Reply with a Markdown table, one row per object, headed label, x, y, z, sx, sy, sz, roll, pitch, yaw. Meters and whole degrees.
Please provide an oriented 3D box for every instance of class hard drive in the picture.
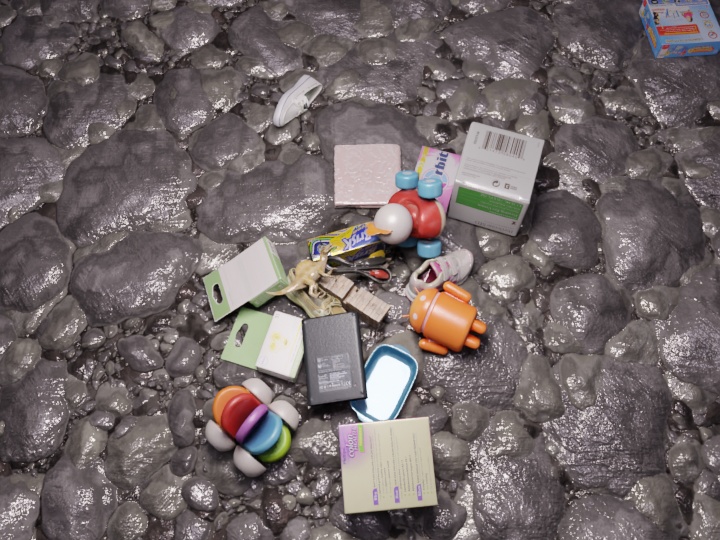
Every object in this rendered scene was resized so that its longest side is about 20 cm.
| label | x | y | z | sx | sy | sz | roll | pitch | yaw |
| --- | --- | --- | --- | --- | --- | --- | --- | --- | --- |
| hard drive | -0.062 | 0.202 | 1.459 | 0.137 | 0.033 | 0.204 | -9 | 71 | 7 |

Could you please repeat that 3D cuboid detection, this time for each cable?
| label | x | y | z | sx | sy | sz | roll | pitch | yaw |
| --- | --- | --- | --- | --- | --- | --- | --- | --- | --- |
| cable | 0.000 | 0.000 | 1.581 | 0.196 | 0.050 | 0.099 | -8 | 69 | -16 |

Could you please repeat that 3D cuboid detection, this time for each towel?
| label | x | y | z | sx | sy | sz | roll | pitch | yaw |
| --- | --- | --- | --- | --- | --- | --- | --- | --- | --- |
| towel | 0.020 | -0.259 | 1.733 | 0.187 | 0.032 | 0.204 | -1 | 64 | 2 |

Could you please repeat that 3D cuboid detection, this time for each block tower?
| label | x | y | z | sx | sy | sz | roll | pitch | yaw |
| --- | --- | --- | --- | --- | --- | --- | --- | --- | --- |
| block tower | -0.021 | 0.066 | 1.563 | 0.198 | 0.058 | 0.054 | 32 | 69 | 17 |

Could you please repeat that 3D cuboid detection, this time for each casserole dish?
| label | x | y | z | sx | sy | sz | roll | pitch | yaw |
| --- | --- | --- | --- | --- | --- | --- | --- | --- | --- |
| casserole dish | 0.055 | 0.269 | 1.472 | 0.119 | 0.039 | 0.202 | 25 | 66 | 13 |

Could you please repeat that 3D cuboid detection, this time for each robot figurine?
| label | x | y | z | sx | sy | sz | roll | pitch | yaw |
| --- | --- | --- | --- | --- | --- | --- | --- | --- | --- |
| robot figurine | 0.200 | 0.118 | 1.500 | 0.197 | 0.145 | 0.117 | 26 | 44 | 13 |

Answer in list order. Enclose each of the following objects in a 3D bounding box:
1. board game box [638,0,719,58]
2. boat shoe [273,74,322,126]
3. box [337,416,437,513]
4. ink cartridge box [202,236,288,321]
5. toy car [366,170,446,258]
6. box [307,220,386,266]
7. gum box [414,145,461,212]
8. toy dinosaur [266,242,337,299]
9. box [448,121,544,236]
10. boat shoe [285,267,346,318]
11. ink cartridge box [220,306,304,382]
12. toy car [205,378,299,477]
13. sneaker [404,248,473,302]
| label | x | y | z | sx | sy | sz | roll | pitch | yaw |
| --- | --- | --- | --- | --- | --- | --- | --- | --- | --- |
| board game box | 0.984 | -0.752 | 1.939 | 0.196 | 0.056 | 0.199 | -3 | 64 | -1 |
| boat shoe | -0.179 | -0.490 | 1.825 | 0.066 | 0.074 | 0.202 | 23 | 66 | 15 |
| box | 0.055 | 0.413 | 1.351 | 0.196 | 0.097 | 0.180 | -5 | 77 | -2 |
| ink cartridge box | -0.287 | 0.028 | 1.573 | 0.198 | 0.048 | 0.147 | -34 | 54 | 9 |
| toy car | 0.087 | -0.123 | 1.526 | 0.197 | 0.188 | 0.176 | -16 | 28 | -31 |
| box | -0.034 | -0.064 | 1.617 | 0.196 | 0.070 | 0.065 | -17 | 66 | -7 |
| gum box | 0.192 | -0.223 | 1.692 | 0.111 | 0.066 | 0.203 | 15 | 65 | 8 |
| toy dinosaur | -0.123 | 0.025 | 1.511 | 0.200 | 0.058 | 0.101 | -42 | 75 | -16 |
| box | 0.348 | -0.236 | 1.637 | 0.195 | 0.172 | 0.203 | 17 | 66 | 9 |
| boat shoe | -0.104 | 0.071 | 1.546 | 0.200 | 0.064 | 0.073 | 37 | 39 | 22 |
| ink cartridge box | -0.225 | 0.170 | 1.522 | 0.196 | 0.048 | 0.148 | 16 | 66 | 6 |
| toy car | -0.241 | 0.333 | 1.384 | 0.199 | 0.151 | 0.176 | 35 | 69 | 17 |
| sneaker | 0.202 | 0.005 | 1.569 | 0.198 | 0.089 | 0.082 | -33 | 67 | -14 |
